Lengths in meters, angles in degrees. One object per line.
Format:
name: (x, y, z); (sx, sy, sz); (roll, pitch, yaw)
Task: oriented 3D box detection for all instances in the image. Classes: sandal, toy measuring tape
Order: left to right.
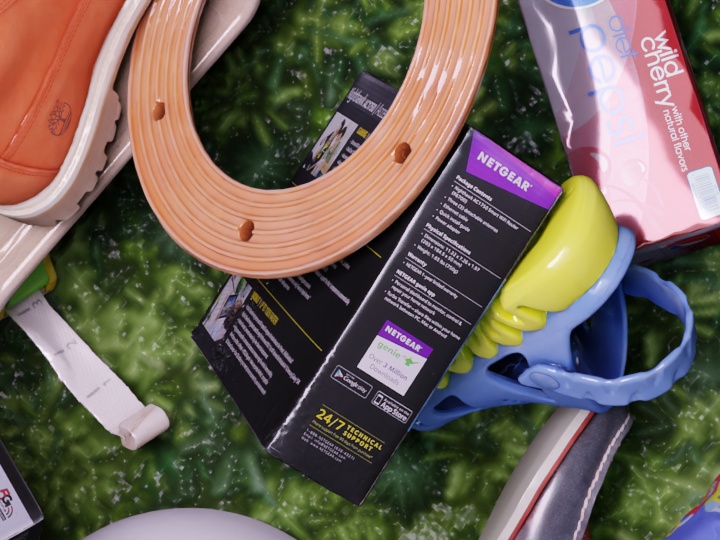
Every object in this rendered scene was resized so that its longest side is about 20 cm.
toy measuring tape: (-0.155, -0.007, 1.098); (0.074, 0.074, 0.200); (-44, 76, 5)
sandal: (0.074, 0.034, 0.999); (0.087, 0.200, 0.080); (35, 66, -9)

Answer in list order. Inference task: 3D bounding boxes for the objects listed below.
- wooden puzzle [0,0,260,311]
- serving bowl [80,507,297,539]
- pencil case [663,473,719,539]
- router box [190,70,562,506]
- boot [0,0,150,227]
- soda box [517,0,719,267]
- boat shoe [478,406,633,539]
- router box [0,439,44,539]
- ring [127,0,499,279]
wooden puzzle: (-0.163, -0.105, 1.067); (0.185, 0.037, 0.200); (42, 96, 20)
serving bowl: (-0.085, 0.208, 1.071); (0.199, 0.066, 0.202); (-1, 84, 12)
pencil case: (0.118, 0.165, 0.984); (0.200, 0.087, 0.078); (-38, 92, -22)
router box: (0.000, 0.000, 1.004); (0.051, 0.200, 0.150); (32, 93, -17)
boot: (-0.138, -0.128, 0.984); (0.075, 0.107, 0.201); (7, 80, 32)
soda box: (0.109, -0.103, 1.054); (0.063, 0.070, 0.201); (-17, 82, 10)
boat shoe: (0.073, 0.145, 1.041); (0.062, 0.071, 0.201); (27, 86, 1)
router box: (-0.214, 0.055, 1.062); (0.052, 0.157, 0.201); (-28, 80, -18)
ring: (-0.019, -0.094, 0.956); (0.200, 0.019, 0.202); (-14, 68, 38)
